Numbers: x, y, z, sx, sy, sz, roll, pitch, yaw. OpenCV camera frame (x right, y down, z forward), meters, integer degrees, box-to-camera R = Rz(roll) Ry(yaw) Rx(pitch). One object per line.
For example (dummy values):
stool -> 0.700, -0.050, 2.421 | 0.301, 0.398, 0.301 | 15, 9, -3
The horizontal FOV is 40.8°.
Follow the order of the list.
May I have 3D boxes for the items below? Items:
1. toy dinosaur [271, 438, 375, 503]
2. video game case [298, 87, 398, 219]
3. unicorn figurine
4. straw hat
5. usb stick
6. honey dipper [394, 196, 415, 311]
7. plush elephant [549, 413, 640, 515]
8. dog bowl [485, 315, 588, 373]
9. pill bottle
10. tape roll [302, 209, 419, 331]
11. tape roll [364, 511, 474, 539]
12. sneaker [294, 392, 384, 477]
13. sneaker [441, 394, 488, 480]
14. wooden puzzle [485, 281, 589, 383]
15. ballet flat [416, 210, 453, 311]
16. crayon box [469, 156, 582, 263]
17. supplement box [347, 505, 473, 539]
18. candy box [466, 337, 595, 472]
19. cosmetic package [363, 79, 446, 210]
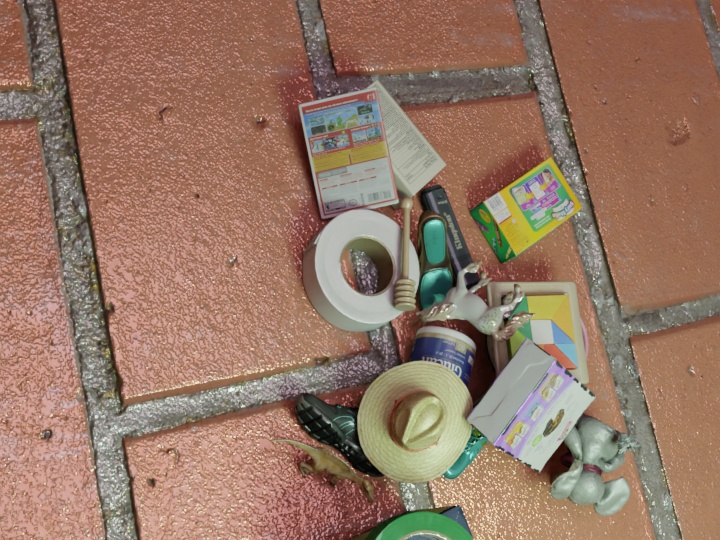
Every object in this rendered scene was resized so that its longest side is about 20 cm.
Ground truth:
toy dinosaur -> -0.058, 0.302, 1.545 | 0.198, 0.101, 0.059 | 33, 65, -11
video game case -> -0.020, -0.204, 1.689 | 0.140, 0.017, 0.204 | -11, 96, 6
unicorn figurine -> 0.188, 0.058, 1.657 | 0.138, 0.198, 0.074 | -49, 137, -18
straw hat -> 0.094, 0.238, 1.531 | 0.197, 0.085, 0.206 | 1, 84, -6
usb stick -> 0.165, -0.059, 1.784 | 0.055, 0.033, 0.203 | -17, 82, -25
honey dipper -> 0.076, -0.032, 1.662 | 0.037, 0.038, 0.204 | 9, 68, -20
plush elephant -> 0.395, 0.343, 1.704 | 0.163, 0.200, 0.157 | 32, 83, -19
dog bowl -> 0.332, 0.132, 1.778 | 0.196, 0.074, 0.204 | 7, 73, -22
pill bottle -> 0.125, 0.208, 1.645 | 0.109, 0.111, 0.203 | 22, 68, -15
tape roll -> 0.000, 0.000, 1.675 | 0.199, 0.071, 0.207 | 6, 73, -21
tape roll -> 0.085, 0.447, 1.370 | 0.197, 0.048, 0.205 | 7, 73, -21
sneaker -> -0.025, 0.258, 1.599 | 0.199, 0.075, 0.080 | 41, 54, -17
sneaker -> 0.198, 0.277, 1.675 | 0.078, 0.080, 0.200 | 46, 64, -5
wooden puzzle -> 0.318, 0.109, 1.717 | 0.196, 0.037, 0.189 | 1, 74, -23
ballet flat -> 0.126, -0.016, 1.721 | 0.066, 0.073, 0.204 | -9, 116, -5
crayon box -> 0.319, -0.117, 1.852 | 0.198, 0.058, 0.120 | -33, 89, -27
supplement box -> 0.058, 0.468, 1.492 | 0.197, 0.199, 0.137 | -18, 82, -26
candy box -> 0.287, 0.229, 1.609 | 0.169, 0.071, 0.199 | -53, 140, 0
cosmetic package -> 0.047, -0.226, 1.751 | 0.103, 0.087, 0.201 | -40, 91, -28
